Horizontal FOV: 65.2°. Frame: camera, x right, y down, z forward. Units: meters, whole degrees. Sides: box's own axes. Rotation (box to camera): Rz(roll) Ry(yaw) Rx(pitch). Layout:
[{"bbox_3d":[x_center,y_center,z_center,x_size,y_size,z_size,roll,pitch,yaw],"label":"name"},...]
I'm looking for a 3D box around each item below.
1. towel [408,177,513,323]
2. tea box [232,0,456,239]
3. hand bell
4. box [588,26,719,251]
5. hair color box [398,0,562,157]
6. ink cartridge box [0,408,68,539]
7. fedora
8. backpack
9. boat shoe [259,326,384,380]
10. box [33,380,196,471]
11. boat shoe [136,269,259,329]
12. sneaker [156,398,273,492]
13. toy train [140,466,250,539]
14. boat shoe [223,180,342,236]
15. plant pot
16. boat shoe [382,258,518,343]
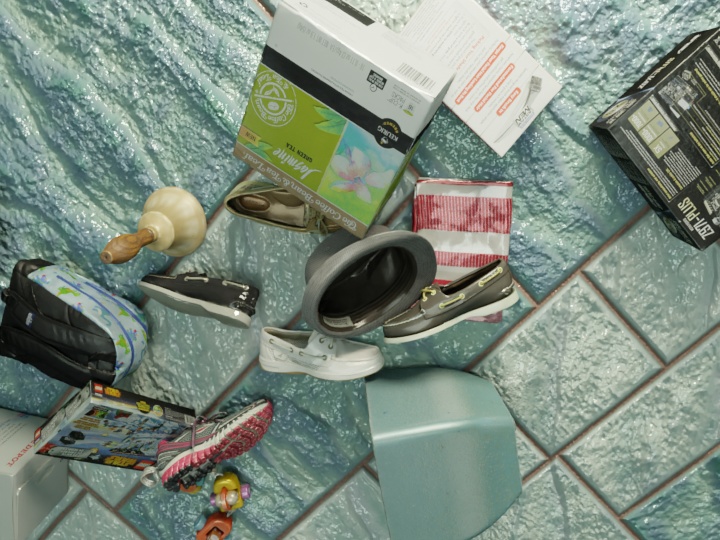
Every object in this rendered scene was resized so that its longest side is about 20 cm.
[{"bbox_3d":[0.141,-0.026,0.804,0.139,0.023,0.207,3,106,5],"label":"towel"},{"bbox_3d":[-0.021,-0.190,0.685,0.197,0.134,0.199,31,126,3],"label":"tea box"},{"bbox_3d":[-0.290,-0.043,0.755,0.100,0.201,0.108,2,108,5],"label":"hand bell"},{"bbox_3d":[0.418,-0.160,0.700,0.163,0.086,0.200,-42,98,15],"label":"box"},{"bbox_3d":[0.143,-0.256,0.716,0.199,0.064,0.111,42,107,-4],"label":"hair color box"},{"bbox_3d":[-0.609,0.332,0.927,0.193,0.146,0.149,11,108,4],"label":"ink cartridge box"},{"bbox_3d":[0.000,0.000,0.776,0.197,0.091,0.178,-33,140,0],"label":"fedora"},{"bbox_3d":[-0.423,0.093,0.851,0.196,0.153,0.168,26,106,19],"label":"backpack"},{"bbox_3d":[-0.061,0.115,0.842,0.193,0.071,0.072,1,108,7],"label":"boat shoe"},{"bbox_3d":[-0.371,0.246,0.870,0.136,0.040,0.199,-38,140,13],"label":"box"},{"bbox_3d":[-0.242,0.032,0.844,0.194,0.074,0.062,12,67,20],"label":"boat shoe"},{"bbox_3d":[-0.228,0.256,0.883,0.196,0.075,0.082,-28,143,-13],"label":"sneaker"},{"bbox_3d":[-0.270,0.389,0.939,0.149,0.056,0.201,-38,109,9],"label":"toy train"},{"bbox_3d":[-0.092,-0.085,0.792,0.193,0.063,0.076,3,106,5],"label":"boat shoe"},{"bbox_3d":[0.119,0.256,0.806,0.193,0.197,0.202,-10,105,1],"label":"plant pot"},{"bbox_3d":[0.117,0.043,0.781,0.196,0.072,0.062,-21,100,3],"label":"boat shoe"}]
